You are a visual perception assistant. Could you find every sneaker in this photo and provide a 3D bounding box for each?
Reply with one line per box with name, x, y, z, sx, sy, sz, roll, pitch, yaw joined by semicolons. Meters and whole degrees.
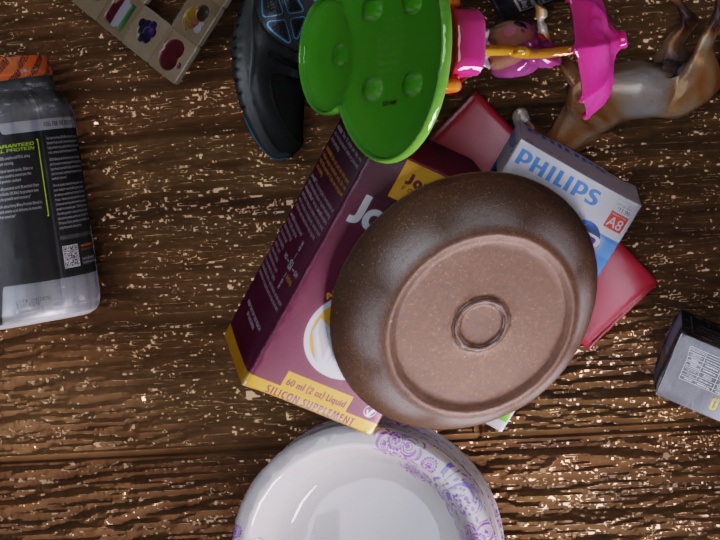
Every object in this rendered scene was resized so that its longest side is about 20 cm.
sneaker;-0.052;-0.184;1.369;0.082;0.073;0.201;-2;94;11

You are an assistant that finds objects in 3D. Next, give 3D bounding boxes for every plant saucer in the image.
plant saucer;0.079;0.031;1.264;0.200;0.037;0.201;-8;118;-15

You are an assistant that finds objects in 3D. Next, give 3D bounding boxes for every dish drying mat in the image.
dish drying mat;0.129;-0.038;1.378;0.077;0.018;0.200;-44;86;11

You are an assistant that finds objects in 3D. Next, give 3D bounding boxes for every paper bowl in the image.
paper bowl;0.009;0.208;1.375;0.200;0.104;0.202;1;95;9

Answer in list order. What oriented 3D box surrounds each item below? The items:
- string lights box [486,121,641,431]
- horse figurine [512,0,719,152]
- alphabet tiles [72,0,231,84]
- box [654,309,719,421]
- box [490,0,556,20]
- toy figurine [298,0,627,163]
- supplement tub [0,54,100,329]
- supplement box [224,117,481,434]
string lights box;0.110;0.005;1.337;0.102;0.059;0.200;28;108;-5
horse figurine;0.203;-0.151;1.326;0.199;0.050;0.133;-14;118;-6
alphabet tiles;-0.135;-0.263;1.374;0.167;0.008;0.200;40;100;32
box;0.308;0.094;1.286;0.199;0.158;0.049;23;98;7
box;0.158;-0.283;1.250;0.198;0.200;0.124;-17;76;10
toy figurine;0.082;-0.146;1.231;0.183;0.200;0.151;-1;91;-29
supplement tub;-0.271;-0.059;1.393;0.122;0.123;0.201;-6;94;10
supplement box;0.000;0.000;1.296;0.110;0.086;0.200;23;106;-22
